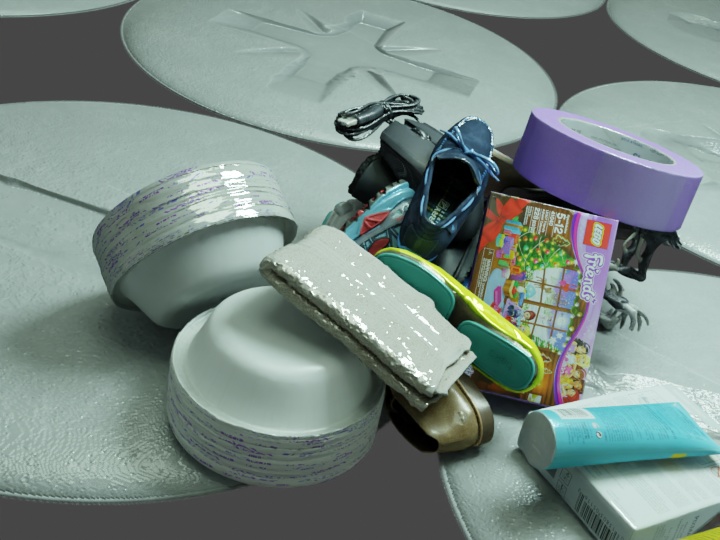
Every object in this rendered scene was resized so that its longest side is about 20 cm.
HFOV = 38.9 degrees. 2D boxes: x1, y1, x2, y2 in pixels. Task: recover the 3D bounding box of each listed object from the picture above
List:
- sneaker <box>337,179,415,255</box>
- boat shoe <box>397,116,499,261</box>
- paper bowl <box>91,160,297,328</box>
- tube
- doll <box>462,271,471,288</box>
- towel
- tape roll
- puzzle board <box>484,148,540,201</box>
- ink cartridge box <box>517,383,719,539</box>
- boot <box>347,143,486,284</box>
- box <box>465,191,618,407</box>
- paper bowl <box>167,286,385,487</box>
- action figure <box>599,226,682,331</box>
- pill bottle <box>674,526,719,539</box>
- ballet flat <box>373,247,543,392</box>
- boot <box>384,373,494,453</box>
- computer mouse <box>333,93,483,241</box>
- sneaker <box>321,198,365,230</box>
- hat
[{"bbox_3d":[0.000,0.000,1.079,0.096,0.200,0.079,47,2,5],"label":"sneaker"},{"bbox_3d":[0.104,-0.092,1.058,0.083,0.069,0.201,24,54,-5],"label":"boat shoe"},{"bbox_3d":[-0.157,-0.015,1.017,0.199,0.201,0.105,-15,72,-36],"label":"paper bowl"},{"bbox_3d":[0.241,0.148,0.933,0.198,0.051,0.078,1,36,-27],"label":"tube"},{"bbox_3d":[0.160,0.016,1.166,0.136,0.049,0.200,-32,26,0],"label":"doll"},{"bbox_3d":[0.011,0.036,0.916,0.199,0.035,0.132,39,25,9],"label":"towel"},{"bbox_3d":[0.272,-0.114,1.129,0.198,0.066,0.200,18,19,-6],"label":"tape roll"},{"bbox_3d":[0.144,-0.112,1.263,0.149,0.018,0.199,24,-15,-25],"label":"puzzle board"},{"bbox_3d":[0.273,0.184,0.972,0.198,0.048,0.160,-6,35,-30],"label":"ink cartridge box"},{"bbox_3d":[0.054,-0.048,1.164,0.167,0.077,0.201,32,53,-1],"label":"boot"},{"bbox_3d":[0.176,0.032,1.048,0.135,0.203,0.039,12,-5,3],"label":"box"},{"bbox_3d":[-0.074,0.092,0.933,0.198,0.105,0.201,9,32,-6],"label":"paper bowl"},{"bbox_3d":[0.275,0.027,1.150,0.102,0.200,0.119,46,2,-10],"label":"action figure"},{"bbox_3d":[0.258,0.261,0.775,0.198,0.114,0.113,-7,36,-26],"label":"pill bottle"},{"bbox_3d":[0.095,0.046,0.993,0.199,0.067,0.067,37,22,12],"label":"ballet flat"},{"bbox_3d":[0.047,0.101,1.009,0.075,0.074,0.200,-14,43,-26],"label":"boot"},{"bbox_3d":[0.072,-0.124,1.140,0.138,0.053,0.201,-23,71,-41],"label":"computer mouse"},{"bbox_3d":[0.047,-0.046,1.254,0.198,0.078,0.092,-19,59,-35],"label":"sneaker"},{"bbox_3d":[0.246,-0.034,1.241,0.198,0.082,0.201,13,-12,3],"label":"hat"}]
